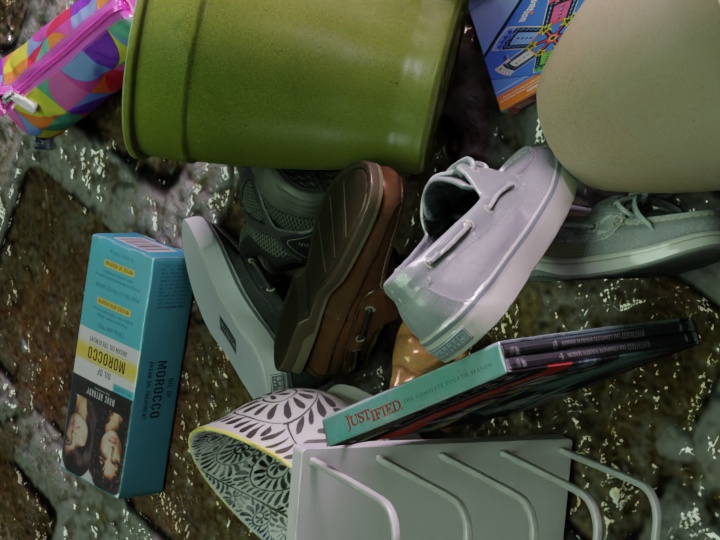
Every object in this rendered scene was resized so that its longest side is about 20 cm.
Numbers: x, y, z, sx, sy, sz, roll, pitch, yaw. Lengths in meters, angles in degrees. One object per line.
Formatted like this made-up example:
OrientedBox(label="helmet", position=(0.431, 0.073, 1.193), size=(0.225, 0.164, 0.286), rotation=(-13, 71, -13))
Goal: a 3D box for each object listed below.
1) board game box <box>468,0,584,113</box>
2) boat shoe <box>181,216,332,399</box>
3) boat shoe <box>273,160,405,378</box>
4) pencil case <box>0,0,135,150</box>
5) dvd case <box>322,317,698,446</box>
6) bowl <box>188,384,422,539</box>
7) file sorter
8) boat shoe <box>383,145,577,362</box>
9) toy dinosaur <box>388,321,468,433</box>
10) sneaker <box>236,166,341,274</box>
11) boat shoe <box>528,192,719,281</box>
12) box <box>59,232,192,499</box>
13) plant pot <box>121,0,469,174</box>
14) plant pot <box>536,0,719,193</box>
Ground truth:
OrientedBox(label="board game box", position=(0.152, -0.188, 1.080), size=(0.199, 0.019, 0.104), rotation=(-27, 72, 40))
OrientedBox(label="boat shoe", position=(-0.081, 0.028, 1.276), size=(0.200, 0.056, 0.069), rotation=(-123, 27, -43))
OrientedBox(label="boat shoe", position=(0.000, 0.000, 1.134), size=(0.200, 0.067, 0.072), rotation=(119, 156, -51))
OrientedBox(label="pencil case", position=(-0.219, -0.177, 1.380), size=(0.199, 0.088, 0.089), rotation=(-31, 71, 38))
OrientedBox(label="dvd case", position=(0.092, 0.066, 1.024), size=(0.146, 0.199, 0.022), rotation=(-27, 74, 40))
OrientedBox(label="bowl", position=(-0.013, 0.141, 1.174), size=(0.200, 0.094, 0.201), rotation=(31, 155, 16))
OrientedBox(label="file sorter", position=(0.069, 0.184, 1.032), size=(0.124, 0.199, 0.140), rotation=(18, 105, 60))
OrientedBox(label="boat shoe", position=(0.069, -0.030, 0.986), size=(0.072, 0.201, 0.070), rotation=(46, 128, -10))
OrientedBox(label="toy dinosaur", position=(0.040, 0.066, 1.122), size=(0.060, 0.106, 0.201), rotation=(-22, 34, 44))
OrientedBox(label="sneaker", position=(-0.069, -0.074, 1.248), size=(0.200, 0.076, 0.115), rotation=(-122, 33, -41))
OrientedBox(label="boat shoe", position=(0.141, -0.027, 1.063), size=(0.201, 0.074, 0.065), rotation=(-2, 90, 51))
OrientedBox(label="box", position=(-0.190, 0.076, 1.385), size=(0.082, 0.049, 0.202), rotation=(19, 104, 41))
OrientedBox(label="plant pot", position=(-0.034, -0.147, 1.116), size=(0.191, 0.200, 0.202), rotation=(15, 105, 4))
OrientedBox(label="plant pot", position=(0.195, -0.120, 0.956), size=(0.200, 0.186, 0.189), rotation=(-28, 73, 54))
